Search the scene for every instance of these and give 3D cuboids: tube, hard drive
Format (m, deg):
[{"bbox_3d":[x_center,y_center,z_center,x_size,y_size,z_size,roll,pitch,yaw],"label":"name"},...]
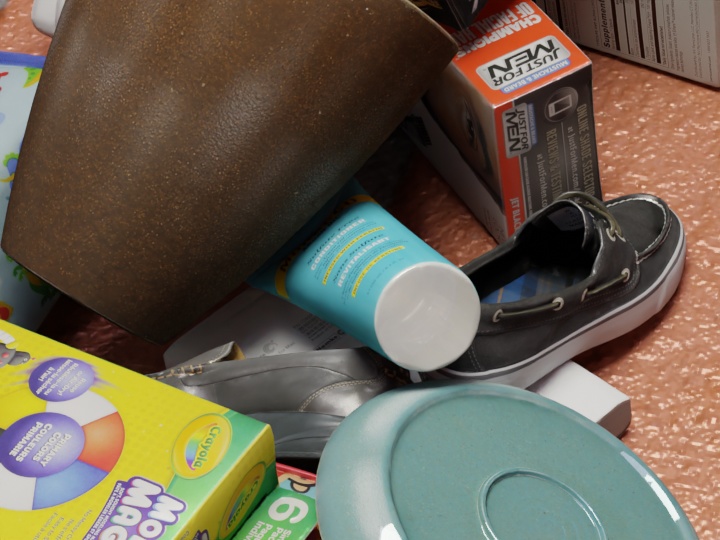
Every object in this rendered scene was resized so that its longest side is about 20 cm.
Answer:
[{"bbox_3d":[0.000,0.000,1.226,0.077,0.050,0.200,-39,21,-7],"label":"tube"},{"bbox_3d":[0.016,0.058,1.265,0.132,0.026,0.200,-37,51,-26],"label":"hard drive"}]

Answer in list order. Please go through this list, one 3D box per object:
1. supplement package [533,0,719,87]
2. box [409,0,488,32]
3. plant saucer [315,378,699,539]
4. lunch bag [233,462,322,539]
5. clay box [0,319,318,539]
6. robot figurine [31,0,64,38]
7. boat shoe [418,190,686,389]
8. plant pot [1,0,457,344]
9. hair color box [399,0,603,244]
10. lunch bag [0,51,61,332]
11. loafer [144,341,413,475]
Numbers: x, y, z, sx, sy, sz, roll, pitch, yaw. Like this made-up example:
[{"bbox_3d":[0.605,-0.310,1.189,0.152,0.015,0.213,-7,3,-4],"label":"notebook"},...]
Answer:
[{"bbox_3d":[0.158,-0.239,1.458,0.200,0.147,0.191,21,54,28],"label":"supplement package"},{"bbox_3d":[0.029,-0.242,1.337,0.200,0.050,0.199,27,74,34],"label":"box"},{"bbox_3d":[0.076,0.119,1.123,0.200,0.027,0.200,18,40,-16],"label":"plant saucer"},{"bbox_3d":[-0.032,0.182,1.106,0.176,0.082,0.200,14,48,21],"label":"lunch bag"},{"bbox_3d":[-0.127,0.094,1.118,0.200,0.048,0.115,18,49,26],"label":"clay box"},{"bbox_3d":[-0.089,-0.137,1.420,0.200,0.113,0.170,23,21,30],"label":"robot figurine"},{"bbox_3d":[0.099,-0.004,1.260,0.070,0.066,0.200,30,40,32],"label":"boat shoe"},{"bbox_3d":[-0.084,-0.072,1.242,0.187,0.187,0.200,31,89,34],"label":"plant pot"},{"bbox_3d":[0.053,-0.113,1.374,0.064,0.111,0.200,-25,46,-15],"label":"hair color box"},{"bbox_3d":[-0.252,-0.030,1.338,0.200,0.127,0.170,6,47,33],"label":"lunch bag"},{"bbox_3d":[-0.066,0.070,1.220,0.200,0.073,0.072,3,58,20],"label":"loafer"}]
